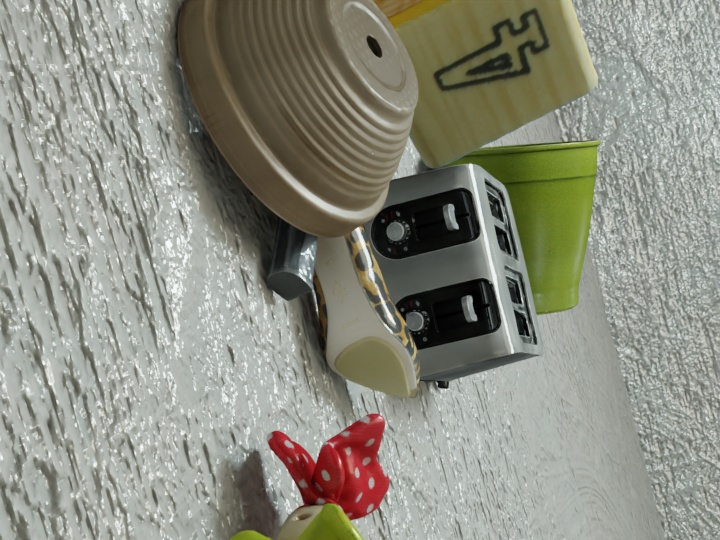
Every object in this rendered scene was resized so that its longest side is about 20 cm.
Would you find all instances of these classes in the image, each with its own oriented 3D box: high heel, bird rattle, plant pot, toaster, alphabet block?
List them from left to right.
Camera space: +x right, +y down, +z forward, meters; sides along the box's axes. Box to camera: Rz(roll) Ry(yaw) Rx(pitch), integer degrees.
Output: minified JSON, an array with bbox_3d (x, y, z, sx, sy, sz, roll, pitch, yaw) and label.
[{"bbox_3d":[-0.030,0.183,0.731,0.200,0.111,0.165,-91,175,-78],"label":"bird rattle"},{"bbox_3d":[-0.025,-0.132,0.887,0.201,0.092,0.202,40,33,-34],"label":"plant pot"},{"bbox_3d":[0.000,0.000,0.984,0.200,0.071,0.144,49,36,-41],"label":"high heel"},{"bbox_3d":[0.088,0.011,1.202,0.200,0.118,0.183,18,60,-72],"label":"toaster"},{"bbox_3d":[0.093,-0.257,1.251,0.200,0.195,0.196,55,10,-50],"label":"alphabet block"},{"bbox_3d":[0.187,-0.049,1.508,0.200,0.198,0.195,-26,113,-74],"label":"plant pot"}]
